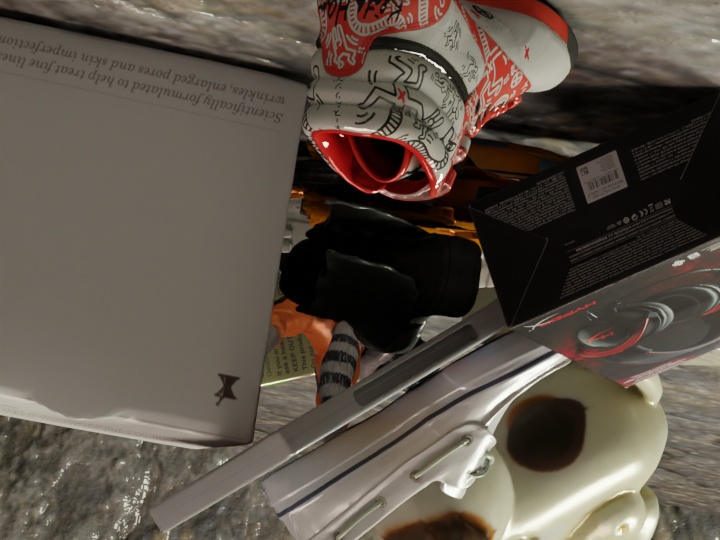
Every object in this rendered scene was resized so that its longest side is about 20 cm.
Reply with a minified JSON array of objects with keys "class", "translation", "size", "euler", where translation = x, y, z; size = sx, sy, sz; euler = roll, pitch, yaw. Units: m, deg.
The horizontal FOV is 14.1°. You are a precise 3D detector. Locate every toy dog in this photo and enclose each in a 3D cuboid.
[{"class":"toy dog","translation":[0.093,0.137,1.839],"size":[0.199,0.140,0.194],"euler":[-14,162,-34]}]

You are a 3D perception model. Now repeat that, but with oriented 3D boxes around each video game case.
[{"class":"video game case","translation":[-0.008,0.074,1.580],"size":[0.200,0.018,0.143],"euler":[-29,177,-40]}]

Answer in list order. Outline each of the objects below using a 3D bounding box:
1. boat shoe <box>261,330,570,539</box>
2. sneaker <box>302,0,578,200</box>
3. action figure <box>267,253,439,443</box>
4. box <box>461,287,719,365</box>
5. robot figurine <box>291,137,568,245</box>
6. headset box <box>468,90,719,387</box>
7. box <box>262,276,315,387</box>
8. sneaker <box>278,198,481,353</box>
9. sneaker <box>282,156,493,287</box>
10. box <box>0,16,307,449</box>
[{"class":"boat shoe","translation":[0.043,0.094,1.610],"size":[0.199,0.067,0.074],"euler":[-31,178,13]},{"class":"sneaker","translation":[0.034,-0.079,1.297],"size":[0.067,0.109,0.201],"euler":[4,170,27]},{"class":"action figure","translation":[0.010,0.045,1.864],"size":[0.200,0.194,0.104],"euler":[44,147,-20]},{"class":"box","translation":[0.168,0.015,1.846],"size":[0.199,0.078,0.095],"euler":[0,167,45]},{"class":"robot figurine","translation":[0.051,-0.046,1.648],"size":[0.199,0.059,0.145],"euler":[8,170,4]},{"class":"headset box","translation":[0.168,-0.010,1.537],"size":[0.148,0.075,0.200],"euler":[-24,159,18]},{"class":"box","translation":[-0.099,0.037,1.978],"size":[0.199,0.097,0.176],"euler":[-11,180,-24]},{"class":"sneaker","translation":[0.000,0.003,1.629],"size":[0.104,0.060,0.200],"euler":[8,168,-17]},{"class":"sneaker","translation":[0.007,-0.036,1.761],"size":[0.199,0.077,0.080],"euler":[12,-177,5]},{"class":"box","translation":[-0.149,-0.017,1.574],"size":[0.198,0.201,0.131],"euler":[12,172,-16]}]
